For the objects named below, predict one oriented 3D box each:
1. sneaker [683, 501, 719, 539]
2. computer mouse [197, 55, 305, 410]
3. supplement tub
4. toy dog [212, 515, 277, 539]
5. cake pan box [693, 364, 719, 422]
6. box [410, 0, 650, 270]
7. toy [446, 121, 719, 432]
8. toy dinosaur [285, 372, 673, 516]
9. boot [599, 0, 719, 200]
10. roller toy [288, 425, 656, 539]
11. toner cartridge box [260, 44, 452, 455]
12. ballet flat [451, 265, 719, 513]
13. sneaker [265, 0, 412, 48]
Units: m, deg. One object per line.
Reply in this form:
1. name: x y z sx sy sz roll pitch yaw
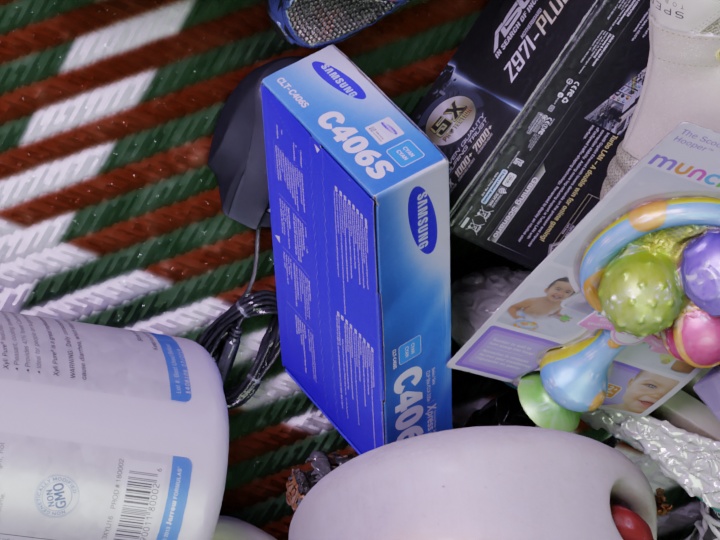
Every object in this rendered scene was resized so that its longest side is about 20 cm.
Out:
1. sneaker: 0.181 0.145 1.574 0.200 0.076 0.115 -39 141 -2
2. computer mouse: -0.048 -0.013 1.443 0.058 0.034 0.201 0 122 -18
3. supplement tub: -0.174 0.084 1.407 0.199 0.132 0.132 10 118 -21
4. toy dog: -0.099 0.243 1.531 0.199 0.140 0.195 -23 112 -2
5. cake pan box: 0.254 0.000 1.340 0.200 0.184 0.052 -41 88 -16
6. box: 0.143 -0.090 1.418 0.163 0.086 0.200 23 113 -28
7. toy: 0.138 0.019 1.348 0.115 0.047 0.200 16 142 -26
8. toy dinosaur: 0.065 0.104 1.534 0.199 0.102 0.136 -10 142 -38
9. boot: 0.213 -0.085 1.348 0.199 0.072 0.155 1 123 -17
10. roller toy: 0.061 0.169 1.418 0.182 0.140 0.200 6 149 -22
11. toner cartridge box: 0.000 0.000 1.398 0.043 0.095 0.201 -28 143 -22
12. ballet flat: 0.136 0.047 1.475 0.200 0.072 0.072 32 111 1
13. sneaker: 0.041 -0.166 1.344 0.200 0.079 0.075 -37 124 8
